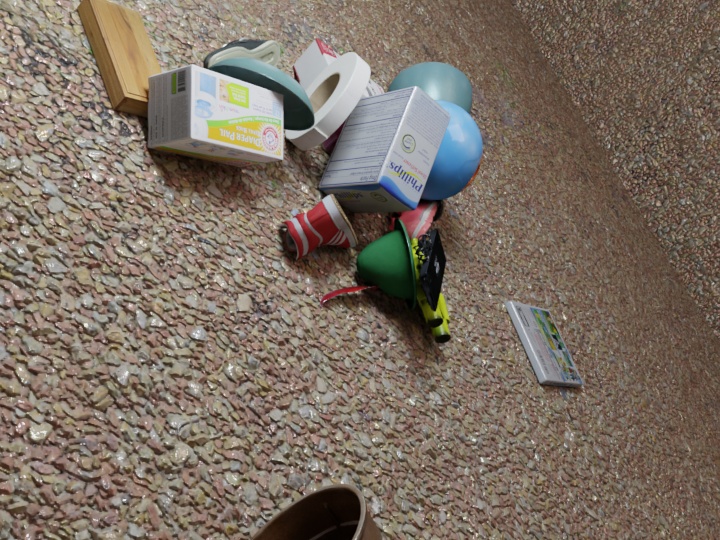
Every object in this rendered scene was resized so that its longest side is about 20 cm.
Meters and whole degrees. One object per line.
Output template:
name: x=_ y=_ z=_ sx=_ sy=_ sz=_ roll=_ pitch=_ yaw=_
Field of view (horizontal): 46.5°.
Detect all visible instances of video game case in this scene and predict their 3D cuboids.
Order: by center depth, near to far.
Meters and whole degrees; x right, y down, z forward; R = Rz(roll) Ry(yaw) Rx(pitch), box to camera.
video game case: x=0.418 y=0.169 z=1.905 sx=0.182 sy=0.022 sz=0.201 roll=13 pitch=48 yaw=-48

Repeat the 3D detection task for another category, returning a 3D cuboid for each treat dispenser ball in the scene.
treat dispenser ball: x=0.150 y=-0.244 z=1.710 sx=0.200 sy=0.200 sz=0.202 roll=35 pitch=35 yaw=-29

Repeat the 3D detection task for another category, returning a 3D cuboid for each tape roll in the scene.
tape roll: x=-0.062 y=-0.311 z=1.545 sx=0.037 sy=0.202 sz=0.204 roll=37 pitch=34 yaw=-26

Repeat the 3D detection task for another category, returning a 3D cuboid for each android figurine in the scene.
android figurine: x=0.124 y=0.032 z=1.562 sx=0.182 sy=0.041 sz=0.201 roll=61 pitch=13 yaw=-51

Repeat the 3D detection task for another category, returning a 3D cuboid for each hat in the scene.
hat: x=0.000 y=0.000 z=1.488 sx=0.200 sy=0.174 sz=0.167 roll=95 pitch=-17 yaw=-70

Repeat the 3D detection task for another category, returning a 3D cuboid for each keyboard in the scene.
keyboard: x=0.114 y=-0.014 z=1.463 sx=0.200 sy=0.039 sz=0.105 roll=-68 pitch=144 yaw=-63

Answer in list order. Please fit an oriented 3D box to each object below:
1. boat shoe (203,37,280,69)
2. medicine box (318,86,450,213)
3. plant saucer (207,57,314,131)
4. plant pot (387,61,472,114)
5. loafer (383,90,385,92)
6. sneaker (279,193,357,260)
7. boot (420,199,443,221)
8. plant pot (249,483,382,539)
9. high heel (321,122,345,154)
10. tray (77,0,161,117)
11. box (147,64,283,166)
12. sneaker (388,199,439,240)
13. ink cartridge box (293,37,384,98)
boat shoe: x=-0.228 y=-0.388 z=1.543 sx=0.067 sy=0.072 sz=0.200 roll=23 pitch=31 yaw=20
medicine box: x=0.043 y=-0.217 z=1.537 sx=0.103 sy=0.181 sz=0.201 roll=31 pitch=74 yaw=-34
plant saucer: x=-0.163 y=-0.303 z=1.414 sx=0.199 sy=0.199 sz=0.036 roll=32 pitch=73 yaw=-33
plant pot: x=0.160 y=-0.350 z=1.904 sx=0.199 sy=0.200 sz=0.136 roll=31 pitch=42 yaw=-34
loafer: x=0.053 y=-0.320 z=1.846 sx=0.072 sy=0.073 sz=0.201 roll=5 pitch=54 yaw=-47
sneaker: x=-0.071 y=-0.061 z=1.425 sx=0.072 sy=0.112 sz=0.200 roll=60 pitch=1 yaw=16
boot: x=0.163 y=-0.188 z=1.874 sx=0.130 sy=0.067 sz=0.201 roll=18 pitch=46 yaw=-53
plant pot: x=-0.020 y=0.379 z=0.923 sx=0.199 sy=0.199 sz=0.201 roll=53 pitch=29 yaw=-14
high heel: x=0.017 y=-0.254 z=1.698 sx=0.199 sy=0.096 sz=0.068 roll=8 pitch=52 yaw=-51
tray: x=-0.363 y=-0.331 z=1.306 sx=0.098 sy=0.037 sz=0.201 roll=4 pitch=55 yaw=-53
box: x=-0.220 y=-0.234 z=1.304 sx=0.199 sy=0.101 sz=0.114 roll=4 pitch=84 yaw=-53
sneaker: x=0.106 y=-0.112 z=1.707 sx=0.086 sy=0.074 sz=0.200 roll=24 pitch=23 yaw=2
ink cartridge box: x=-0.030 y=-0.369 z=1.741 sx=0.199 sy=0.083 sz=0.147 roll=29 pitch=26 yaw=-36
